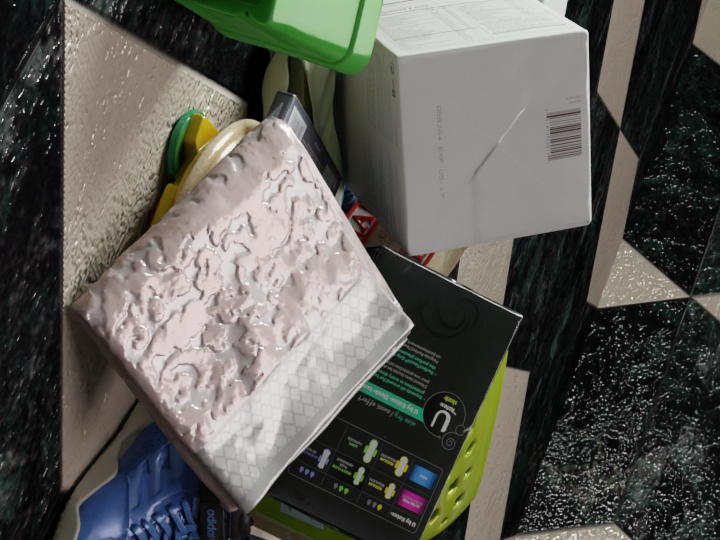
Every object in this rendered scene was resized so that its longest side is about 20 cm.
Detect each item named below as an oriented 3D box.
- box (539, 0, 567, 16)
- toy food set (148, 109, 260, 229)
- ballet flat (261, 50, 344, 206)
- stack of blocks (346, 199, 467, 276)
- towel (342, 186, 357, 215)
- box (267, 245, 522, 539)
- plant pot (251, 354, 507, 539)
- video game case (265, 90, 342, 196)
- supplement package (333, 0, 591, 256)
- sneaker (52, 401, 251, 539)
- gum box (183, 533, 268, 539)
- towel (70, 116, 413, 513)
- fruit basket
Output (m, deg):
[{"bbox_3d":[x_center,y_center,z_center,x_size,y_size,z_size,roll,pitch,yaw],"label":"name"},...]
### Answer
[{"bbox_3d":[0.101,-0.230,1.756,0.106,0.151,0.202,-46,150,-60],"label":"box"},{"bbox_3d":[-0.104,-0.016,1.394,0.200,0.048,0.200,49,59,-67],"label":"toy food set"},{"bbox_3d":[-0.052,-0.112,1.505,0.070,0.069,0.202,-54,152,-52],"label":"ballet flat"},{"bbox_3d":[0.000,0.000,1.619,0.201,0.114,0.059,-53,158,-21],"label":"stack of blocks"},{"bbox_3d":[0.000,-0.078,1.748,0.200,0.048,0.113,69,40,-67],"label":"towel"},{"bbox_3d":[0.013,0.098,1.467,0.202,0.123,0.148,-65,-171,-5],"label":"box"},{"bbox_3d":[-0.005,0.141,1.696,0.182,0.197,0.202,-47,153,-46],"label":"plant pot"},{"bbox_3d":[-0.071,-0.008,1.393,0.143,0.019,0.202,58,51,-65],"label":"video game case"},{"bbox_3d":[0.070,-0.126,1.485,0.200,0.149,0.153,-130,-147,-63],"label":"supplement package"},{"bbox_3d":[-0.137,0.173,1.371,0.201,0.110,0.077,-59,160,-45],"label":"sneaker"},{"bbox_3d":[-0.091,0.250,1.515,0.200,0.168,0.045,77,33,-62],"label":"gum box"},{"bbox_3d":[-0.072,0.031,1.311,0.200,0.032,0.192,-46,114,-26],"label":"towel"},{"bbox_3d":[-0.028,-0.243,1.294,0.215,0.154,0.218,-33,133,-44],"label":"fruit basket"}]
